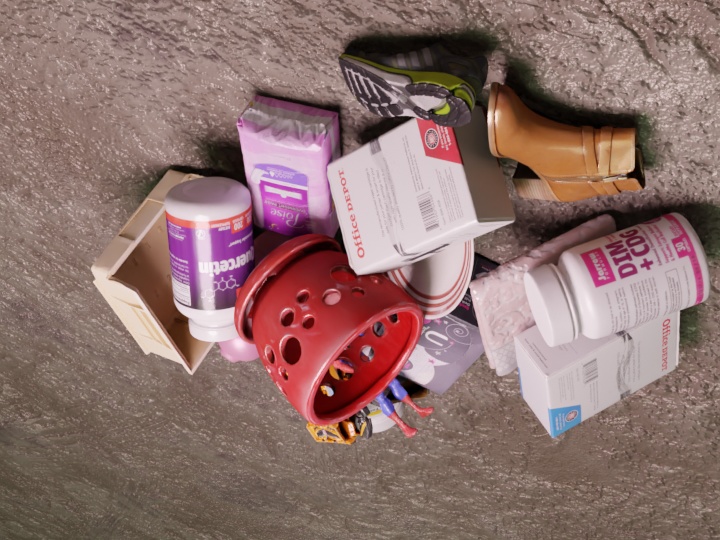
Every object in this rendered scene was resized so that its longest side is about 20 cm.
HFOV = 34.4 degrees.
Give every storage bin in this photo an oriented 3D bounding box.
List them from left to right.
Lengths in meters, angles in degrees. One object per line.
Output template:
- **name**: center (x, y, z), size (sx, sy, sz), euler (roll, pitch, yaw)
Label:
- **storage bin**: center (-0.252, -0.002, 1.630), size (0.093, 0.201, 0.199), euler (16, 148, 33)

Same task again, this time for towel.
- **towel**: center (0.241, 0.034, 1.491), size (0.199, 0.032, 0.192), euler (-27, 139, -7)

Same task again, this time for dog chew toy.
- **dog chew toy**: center (-0.131, 0.040, 1.639), size (0.124, 0.201, 0.125), euler (34, -179, -1)

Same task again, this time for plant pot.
- **plant pot**: center (-0.047, 0.064, 1.484), size (0.183, 0.200, 0.201), euler (45, 154, 25)

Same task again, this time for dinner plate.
- **dinner plate**: center (0.083, -0.039, 1.477), size (0.024, 0.202, 0.200), euler (-10, 164, -37)

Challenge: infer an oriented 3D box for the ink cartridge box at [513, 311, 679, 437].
- **ink cartridge box**: center (0.309, 0.107, 1.517), size (0.199, 0.084, 0.146), euler (-27, 140, -9)

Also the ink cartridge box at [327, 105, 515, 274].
- **ink cartridge box**: center (0.068, -0.094, 1.388), size (0.199, 0.146, 0.083), euler (-22, 168, 40)

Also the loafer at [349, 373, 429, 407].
- **loafer**: center (0.079, 0.166, 1.731), size (0.072, 0.198, 0.073), euler (45, 134, 40)

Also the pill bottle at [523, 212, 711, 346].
- **pill bottle**: center (0.304, 0.015, 1.391), size (0.198, 0.114, 0.114), euler (-19, 139, -3)

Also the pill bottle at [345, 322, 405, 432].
- **pill bottle**: center (0.002, 0.158, 1.803), size (0.113, 0.115, 0.201), euler (4, 142, 22)

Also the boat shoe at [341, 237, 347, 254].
- **boat shoe**: center (0.000, 0.000, 1.628), size (0.074, 0.074, 0.201), euler (16, 145, 6)

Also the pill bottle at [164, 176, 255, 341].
- **pill bottle**: center (-0.193, -0.013, 1.525), size (0.111, 0.113, 0.202), euler (7, 117, 18)

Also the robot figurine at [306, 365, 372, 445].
- **robot figurine**: center (-0.060, 0.172, 1.695), size (0.144, 0.058, 0.201), euler (-8, 111, 52)

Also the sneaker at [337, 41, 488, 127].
- **sneaker**: center (0.060, -0.218, 1.313), size (0.199, 0.081, 0.074), euler (21, 147, 34)

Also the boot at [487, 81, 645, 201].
- **boot**: center (0.234, -0.150, 1.319), size (0.153, 0.074, 0.200), euler (0, 152, 28)

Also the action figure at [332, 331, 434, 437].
- **action figure**: center (0.024, 0.137, 1.610), size (0.200, 0.065, 0.099), euler (43, 153, -3)

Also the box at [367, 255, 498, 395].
- **box**: center (0.107, 0.068, 1.630), size (0.131, 0.115, 0.200), euler (25, 144, -7)

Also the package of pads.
- **package of pads**: center (-0.087, -0.128, 1.499), size (0.119, 0.076, 0.201), euler (16, 145, 13)
